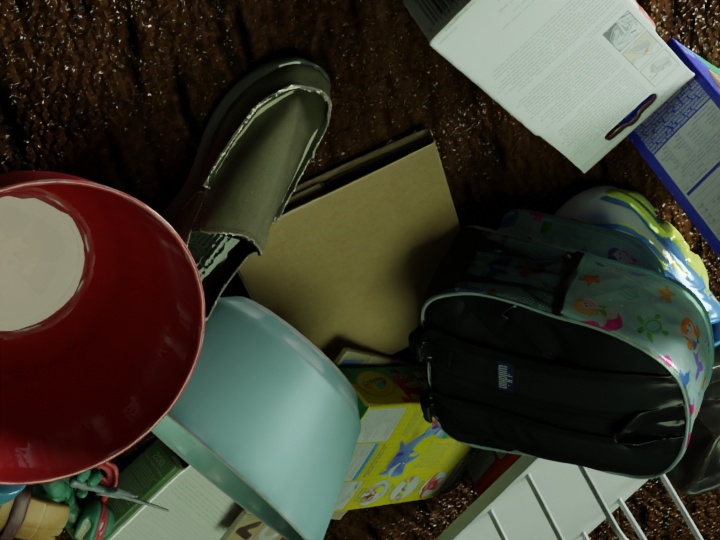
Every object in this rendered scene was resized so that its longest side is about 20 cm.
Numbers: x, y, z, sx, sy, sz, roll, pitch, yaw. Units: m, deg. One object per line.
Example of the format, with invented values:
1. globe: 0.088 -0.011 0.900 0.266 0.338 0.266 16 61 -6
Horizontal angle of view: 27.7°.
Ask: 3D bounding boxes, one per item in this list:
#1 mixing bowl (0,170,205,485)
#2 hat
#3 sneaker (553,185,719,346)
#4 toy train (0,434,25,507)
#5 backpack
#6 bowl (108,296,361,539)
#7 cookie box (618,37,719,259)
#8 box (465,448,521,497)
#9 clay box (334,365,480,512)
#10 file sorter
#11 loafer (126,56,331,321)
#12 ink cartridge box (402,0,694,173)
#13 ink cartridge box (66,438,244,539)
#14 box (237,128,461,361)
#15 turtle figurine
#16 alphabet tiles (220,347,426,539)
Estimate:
1. mixing bowl: -0.204 0.018 0.888 0.199 0.108 0.202 -11 119 -19
2. hat: 0.325 0.158 1.369 0.199 0.081 0.201 -16 140 -14
3. sneaker: 0.231 0.006 1.140 0.199 0.105 0.076 24 118 -44
4. toy train: -0.311 0.106 0.916 0.200 0.085 0.116 40 121 -14
5. backpack: 0.157 0.058 1.064 0.151 0.199 0.178 -54 149 -37
6. bowl: -0.077 0.094 1.016 0.105 0.200 0.201 -50 142 -15
7. cookie box: 0.291 -0.054 1.037 0.171 0.201 0.075 20 121 -42
8. box: 0.181 0.119 1.233 0.095 0.100 0.200 14 125 -38
9. clay box: 0.031 0.132 1.164 0.199 0.048 0.115 2 126 -51
10. file sorter: 0.164 0.242 1.181 0.138 0.125 0.200 19 122 -42
11. loafer: -0.075 -0.043 0.934 0.075 0.070 0.201 18 112 -41
12. ink cartridge box: 0.129 -0.153 0.961 0.109 0.051 0.200 -42 139 15
13. ink cartridge box: -0.118 0.179 1.172 0.200 0.048 0.146 -43 140 -5
14. box: 0.000 0.000 1.068 0.163 0.021 0.201 -25 140 -3
15. turtle figurine: -0.249 0.180 1.058 0.199 0.101 0.151 15 108 -19
16. alphabet tiles: -0.025 0.149 1.173 0.200 0.008 0.167 -52 148 14
